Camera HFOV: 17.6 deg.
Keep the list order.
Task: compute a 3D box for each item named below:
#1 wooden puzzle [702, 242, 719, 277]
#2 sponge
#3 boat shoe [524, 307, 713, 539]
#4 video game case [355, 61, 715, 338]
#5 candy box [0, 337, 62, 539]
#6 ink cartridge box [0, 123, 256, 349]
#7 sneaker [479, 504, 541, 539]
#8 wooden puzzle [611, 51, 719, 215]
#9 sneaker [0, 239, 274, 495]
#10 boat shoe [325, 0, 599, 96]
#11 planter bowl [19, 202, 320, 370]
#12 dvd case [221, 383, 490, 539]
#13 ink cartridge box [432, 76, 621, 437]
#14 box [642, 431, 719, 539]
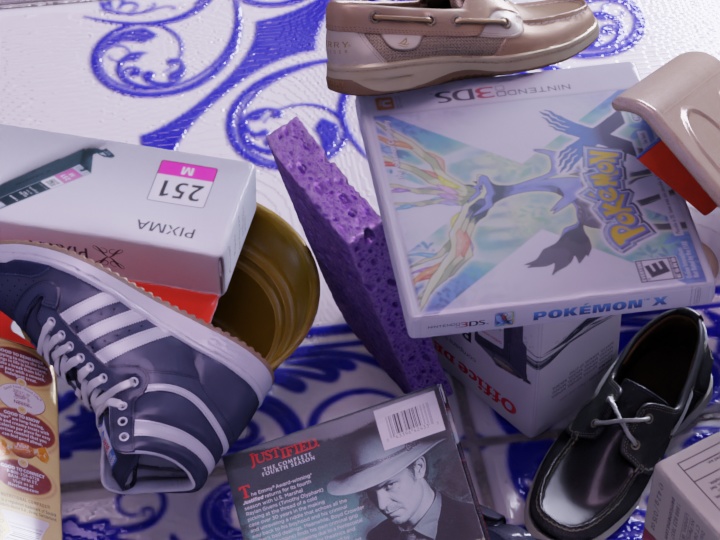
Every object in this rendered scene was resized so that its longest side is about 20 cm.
[{"bbox_3d":[0.143,-0.061,1.630,0.200,0.037,0.185,43,15,31],"label":"wooden puzzle"},{"bbox_3d":[0.000,0.000,1.515,0.030,0.200,0.112,-34,52,-8],"label":"sponge"},{"bbox_3d":[0.168,0.101,1.513,0.072,0.068,0.200,27,52,21],"label":"boat shoe"},{"bbox_3d":[0.102,-0.047,1.409,0.182,0.022,0.200,-7,47,-6],"label":"video game case"},{"bbox_3d":[-0.231,0.151,1.412,0.055,0.115,0.200,22,38,-27],"label":"candy box"},{"bbox_3d":[-0.184,-0.014,1.517,0.200,0.044,0.174,9,45,8],"label":"ink cartridge box"},{"bbox_3d":[0.046,0.162,1.430,0.200,0.078,0.080,3,67,3],"label":"sneaker"},{"bbox_3d":[0.240,-0.043,1.417,0.200,0.046,0.185,46,24,5],"label":"wooden puzzle"},{"bbox_3d":[-0.163,0.063,1.413,0.200,0.070,0.109,25,60,4],"label":"sneaker"},{"bbox_3d":[0.068,-0.157,1.474,0.200,0.065,0.071,-14,17,-32],"label":"boat shoe"},{"bbox_3d":[-0.127,0.039,1.553,0.200,0.084,0.201,1,46,-1],"label":"planter bowl"},{"bbox_3d":[0.009,0.182,1.381,0.146,0.022,0.200,-20,70,7],"label":"dvd case"},{"bbox_3d":[0.096,-0.009,1.527,0.084,0.200,0.145,-33,55,-26],"label":"ink cartridge box"},{"bbox_3d":[0.279,0.189,1.398,0.128,0.109,0.200,-23,50,-22],"label":"box"}]
